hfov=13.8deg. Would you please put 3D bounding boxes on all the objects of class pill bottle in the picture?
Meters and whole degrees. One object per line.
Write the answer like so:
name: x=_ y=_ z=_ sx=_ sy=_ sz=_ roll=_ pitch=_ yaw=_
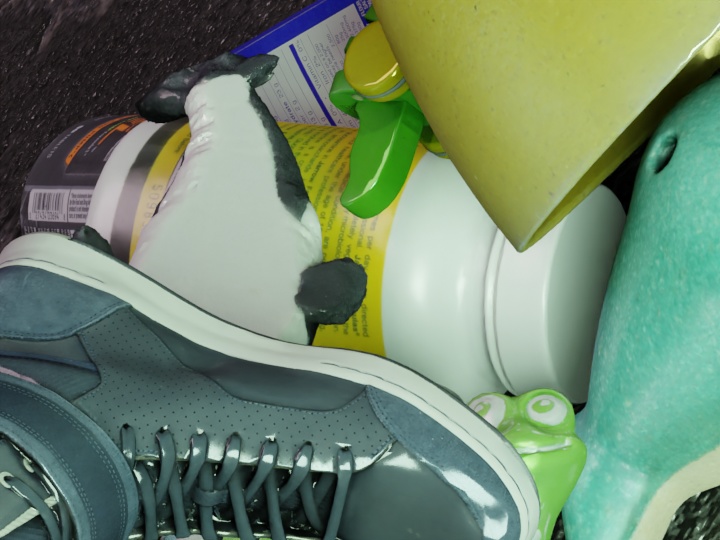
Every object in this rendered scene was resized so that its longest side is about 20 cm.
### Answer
pill bottle: x=-0.088 y=-0.026 z=1.475 sx=0.106 sy=0.106 sz=0.200 roll=-60 pitch=24 yaw=-12
pill bottle: x=0.000 y=0.000 z=1.170 sx=0.200 sy=0.112 sz=0.113 roll=6 pitch=58 yaw=28

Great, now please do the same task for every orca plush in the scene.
orca plush: x=-0.059 y=0.006 z=1.094 sx=0.200 sy=0.105 sz=0.071 roll=-111 pitch=19 yaw=-46

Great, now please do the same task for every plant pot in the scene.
plant pot: x=0.073 y=-0.125 z=0.998 sx=0.200 sy=0.142 sz=0.200 roll=-45 pitch=-5 yaw=-5

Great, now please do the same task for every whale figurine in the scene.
whale figurine: x=0.119 y=0.012 z=1.015 sx=0.200 sy=0.104 sz=0.159 roll=-49 pitch=24 yaw=21

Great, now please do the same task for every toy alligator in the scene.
toy alligator: x=0.040 y=-0.112 z=1.110 sx=0.054 sy=0.059 sz=0.200 roll=30 pitch=87 yaw=44

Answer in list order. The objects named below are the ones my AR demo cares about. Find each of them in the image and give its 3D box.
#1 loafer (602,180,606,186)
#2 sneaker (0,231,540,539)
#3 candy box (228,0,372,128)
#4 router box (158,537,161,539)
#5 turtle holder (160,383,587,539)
loafer: x=0.030 y=-0.002 z=1.272 sx=0.200 sy=0.073 sz=0.071 roll=-36 pitch=15 yaw=25
sneaker: x=-0.058 y=0.076 z=0.919 sx=0.146 sy=0.202 sz=0.077 roll=-52 pitch=-22 yaw=-50
candy box: x=0.044 y=-0.104 z=1.260 sx=0.169 sy=0.077 sz=0.200 roll=-29 pitch=3 yaw=-41
router box: x=-0.098 y=0.112 z=1.188 sx=0.149 sy=0.200 sz=0.051 roll=-45 pitch=57 yaw=24
turtle holder: x=-0.003 y=0.100 z=1.052 sx=0.186 sy=0.141 sz=0.132 roll=101 pitch=178 yaw=-64
